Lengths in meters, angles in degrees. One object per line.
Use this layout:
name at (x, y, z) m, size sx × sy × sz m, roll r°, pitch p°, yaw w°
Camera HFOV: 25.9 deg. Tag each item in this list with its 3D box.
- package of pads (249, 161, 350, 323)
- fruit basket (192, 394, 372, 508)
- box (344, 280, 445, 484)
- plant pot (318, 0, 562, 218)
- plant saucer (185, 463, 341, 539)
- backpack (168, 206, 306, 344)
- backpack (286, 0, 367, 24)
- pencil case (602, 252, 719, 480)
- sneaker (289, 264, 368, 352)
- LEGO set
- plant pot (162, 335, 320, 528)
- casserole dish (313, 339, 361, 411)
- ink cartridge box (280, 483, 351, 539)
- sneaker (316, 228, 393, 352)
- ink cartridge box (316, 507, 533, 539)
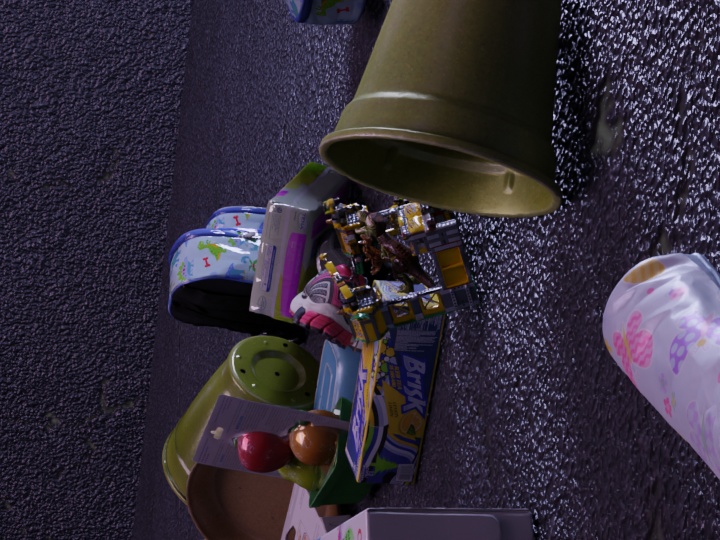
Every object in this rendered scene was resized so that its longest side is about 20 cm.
package of pads at (-0.071, -0.033, 1.919) m, size 0.200 × 0.068 × 0.155 m, roll -52°, pitch -26°, yaw -67°
fruit basket at (-0.074, 0.189, 1.738) m, size 0.185 × 0.200 × 0.094 m, roll 116°, pitch 169°, yaw -57°
box at (0.034, 0.115, 1.597) m, size 0.070 × 0.064 × 0.200 m, roll -118°, pitch 35°, yaw -65°
plant pot at (0.084, -0.160, 1.277) m, size 0.200 × 0.200 × 0.185 m, roll 152°, pitch 132°, yaw -73°
plant saucer at (-0.115, 0.283, 1.926) m, size 0.035 × 0.200 × 0.200 m, roll -62°, pitch -13°, yaw -58°
backpack at (-0.160, 0.003, 2.118) m, size 0.183 × 0.200 × 0.147 m, roll 118°, pitch 152°, yaw -60°
backpack at (-0.057, -0.396, 1.904) m, size 0.200 × 0.147 × 0.183 m, roll -111°, pitch 26°, yaw -54°
pencil case at (0.207, 0.057, 0.891) m, size 0.200 × 0.083 × 0.091 m, roll -124°, pitch 39°, yaw -68°
sneaker at (-0.022, 0.033, 1.629) m, size 0.075 × 0.081 × 0.200 m, roll -62°, pitch 6°, yaw 0°
LEGO set at (0.032, -0.040, 1.463) m, size 0.200 × 0.154 × 0.116 m, roll -86°, pitch -18°, yaw -50°
plant pot at (-0.134, 0.193, 2.009) m, size 0.201 × 0.200 × 0.193 m, roll -102°, pitch 28°, yaw -48°
casserole dish at (-0.027, 0.161, 1.883) m, size 0.121 × 0.039 × 0.200 m, roll -118°, pitch 34°, yaw -65°
ink cartridge box at (-0.049, 0.366, 1.856) m, size 0.176 × 0.045 × 0.200 m, roll -117°, pitch 34°, yaw -50°
sneaker at (0.000, 0.000, 1.774) m, size 0.200 × 0.066 × 0.091 m, roll -109°, pitch 30°, yaw -50°
ink cartridge box at (0.049, 0.288, 1.322) m, size 0.200 × 0.146 × 0.147 m, roll 130°, pitch 141°, yaw -66°
